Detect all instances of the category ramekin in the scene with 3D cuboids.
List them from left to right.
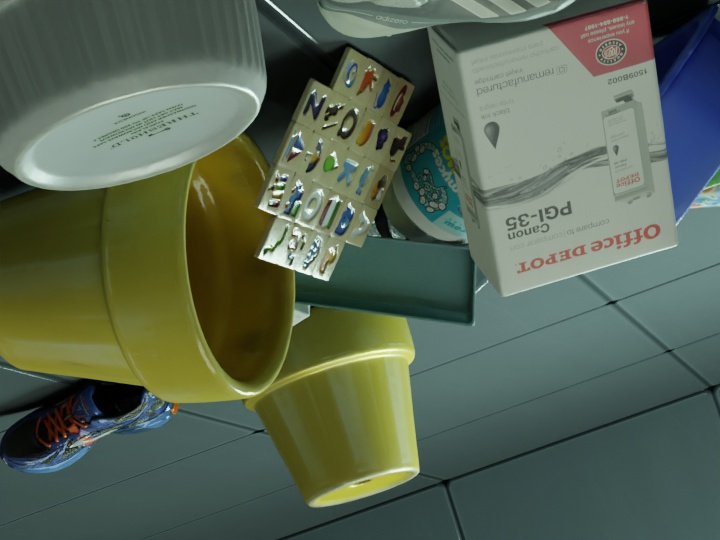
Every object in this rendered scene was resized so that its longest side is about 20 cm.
[{"bbox_3d":[-0.150,-0.123,1.288,0.202,0.094,0.202,-16,165,-4],"label":"ramekin"}]

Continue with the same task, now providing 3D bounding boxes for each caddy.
[{"bbox_3d":[0.240,-0.117,1.658,0.200,0.105,0.141,-56,179,22],"label":"caddy"}]

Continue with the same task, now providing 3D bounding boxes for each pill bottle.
[{"bbox_3d":[0.098,-0.091,1.669,0.111,0.111,0.200,-7,162,-36],"label":"pill bottle"}]

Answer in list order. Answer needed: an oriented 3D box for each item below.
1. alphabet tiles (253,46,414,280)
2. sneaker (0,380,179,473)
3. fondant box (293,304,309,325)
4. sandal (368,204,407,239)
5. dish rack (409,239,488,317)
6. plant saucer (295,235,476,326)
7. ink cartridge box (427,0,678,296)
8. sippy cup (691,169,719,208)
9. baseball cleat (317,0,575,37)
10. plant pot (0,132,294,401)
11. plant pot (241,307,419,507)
[{"bbox_3d":[-0.018,-0.077,1.561,0.006,0.166,0.200,24,-178,23],"label":"alphabet tiles"},{"bbox_3d":[-0.296,0.153,2.229,0.200,0.075,0.078,-25,157,-3],"label":"sneaker"},{"bbox_3d":[-0.157,0.031,1.838,0.144,0.058,0.200,21,146,-31],"label":"fondant box"},{"bbox_3d":[0.042,-0.052,1.874,0.075,0.048,0.200,-17,165,-5],"label":"sandal"},{"bbox_3d":[0.110,-0.044,1.805,0.200,0.044,0.172,-42,-169,-5],"label":"dish rack"},{"bbox_3d":[0.000,0.000,1.722,0.200,0.070,0.019,7,-157,14],"label":"plant saucer"},{"bbox_3d":[0.143,-0.099,1.515,0.146,0.200,0.083,-16,-153,-7],"label":"ink cartridge box"},{"bbox_3d":[0.306,-0.112,1.824,0.130,0.140,0.178,-14,161,35],"label":"sippy cup"},{"bbox_3d":[0.071,-0.195,1.329,0.200,0.070,0.106,-17,166,-5],"label":"baseball cleat"},{"bbox_3d":[-0.172,0.000,1.537,0.189,0.201,0.201,-5,170,20],"label":"plant pot"},{"bbox_3d":[-0.025,0.150,2.276,0.201,0.189,0.201,-16,166,-4],"label":"plant pot"}]
